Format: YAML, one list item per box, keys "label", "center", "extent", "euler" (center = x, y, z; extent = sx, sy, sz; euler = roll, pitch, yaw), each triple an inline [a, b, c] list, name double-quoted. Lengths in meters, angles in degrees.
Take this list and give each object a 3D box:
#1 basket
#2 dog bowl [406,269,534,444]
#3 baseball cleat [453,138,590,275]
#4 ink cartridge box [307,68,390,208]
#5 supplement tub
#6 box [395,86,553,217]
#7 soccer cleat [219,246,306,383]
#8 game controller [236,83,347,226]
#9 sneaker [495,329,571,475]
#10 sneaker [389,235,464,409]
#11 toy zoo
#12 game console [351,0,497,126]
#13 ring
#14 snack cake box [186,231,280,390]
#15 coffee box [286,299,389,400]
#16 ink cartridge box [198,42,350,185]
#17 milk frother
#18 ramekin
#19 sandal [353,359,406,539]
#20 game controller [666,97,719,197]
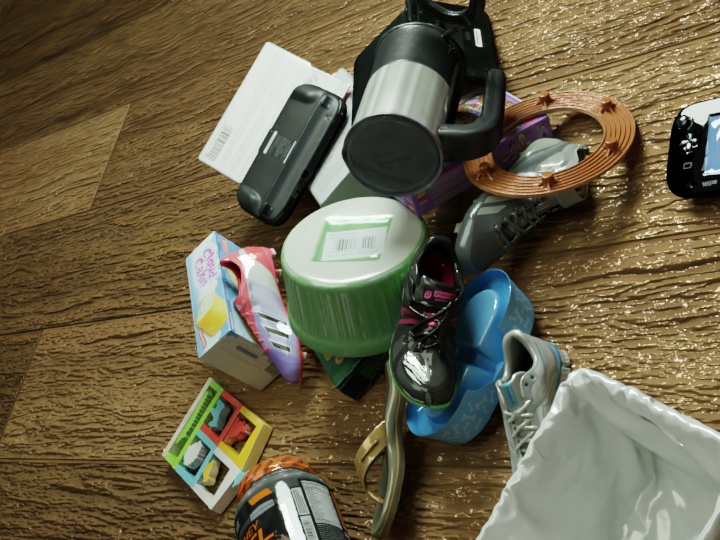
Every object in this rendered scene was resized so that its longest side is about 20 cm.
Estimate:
- label: "basket"
  center: [0.236, 0.221, 0.931]
  extent: [0.198, 0.160, 0.201]
  euler: [27, 85, 53]
- label: "dog bowl"
  center: [0.123, 0.098, 1.228]
  extent: [0.202, 0.049, 0.111]
  euler: [-63, 23, -8]
- label: "baseball cleat"
  center: [0.186, -0.074, 1.261]
  extent: [0.106, 0.070, 0.201]
  euler: [13, 62, 51]
- label: "ink cartridge box"
  center: [-0.015, -0.170, 1.570]
  extent: [0.145, 0.083, 0.200]
  euler: [-49, 36, 12]
- label: "supplement tub"
  center: [-0.070, 0.311, 1.244]
  extent: [0.123, 0.122, 0.201]
  euler: [-45, 38, 14]
- label: "box"
  center: [0.116, -0.151, 1.372]
  extent: [0.199, 0.039, 0.137]
  euler: [-29, 35, -12]
- label: "soccer cleat"
  center: [-0.126, 0.061, 1.475]
  extent: [0.067, 0.076, 0.202]
  euler: [114, 141, -61]
- label: "game controller"
  center: [-0.096, -0.161, 1.544]
  extent: [0.104, 0.042, 0.201]
  euler: [29, 89, 46]
- label: "sneaker"
  center: [0.166, 0.150, 1.127]
  extent: [0.075, 0.086, 0.202]
  euler: [-26, 47, 31]
- label: "sneaker"
  center: [0.071, 0.051, 1.188]
  extent: [0.076, 0.084, 0.202]
  euler: [3, 59, -2]
- label: "toy zoo"
  center: [-0.190, 0.239, 1.516]
  extent: [0.199, 0.020, 0.132]
  euler: [27, 85, 53]
- label: "game console"
  center: [0.083, -0.270, 1.505]
  extent: [0.201, 0.174, 0.117]
  euler: [-89, 9, -51]
- label: "ring"
  center: [0.210, -0.150, 1.275]
  extent: [0.198, 0.019, 0.201]
  euler: [-13, 37, 10]
- label: "snack cake box"
  center: [-0.171, 0.055, 1.554]
  extent: [0.067, 0.115, 0.201]
  euler: [-41, 40, 22]
- label: "coffee box"
  center: [-0.014, 0.057, 1.434]
  extent: [0.123, 0.044, 0.200]
  euler: [-49, 38, 10]
- label: "ink cartridge box"
  center: [-0.117, -0.205, 1.610]
  extent: [0.175, 0.045, 0.201]
  euler: [31, 90, 31]
- label: "milk frother"
  center: [0.065, -0.225, 1.275]
  extent: [0.179, 0.201, 0.189]
  euler: [-11, 39, 25]
- label: "ramekin"
  center: [0.000, 0.000, 1.338]
  extent: [0.197, 0.098, 0.201]
  euler: [-9, 37, 7]
- label: "sandal"
  center: [0.020, 0.195, 1.245]
  extent: [0.080, 0.053, 0.203]
  euler: [111, 164, -73]
- label: "game controller"
  center: [0.393, -0.128, 1.101]
  extent: [0.199, 0.042, 0.105]
  euler: [-7, 58, 47]
